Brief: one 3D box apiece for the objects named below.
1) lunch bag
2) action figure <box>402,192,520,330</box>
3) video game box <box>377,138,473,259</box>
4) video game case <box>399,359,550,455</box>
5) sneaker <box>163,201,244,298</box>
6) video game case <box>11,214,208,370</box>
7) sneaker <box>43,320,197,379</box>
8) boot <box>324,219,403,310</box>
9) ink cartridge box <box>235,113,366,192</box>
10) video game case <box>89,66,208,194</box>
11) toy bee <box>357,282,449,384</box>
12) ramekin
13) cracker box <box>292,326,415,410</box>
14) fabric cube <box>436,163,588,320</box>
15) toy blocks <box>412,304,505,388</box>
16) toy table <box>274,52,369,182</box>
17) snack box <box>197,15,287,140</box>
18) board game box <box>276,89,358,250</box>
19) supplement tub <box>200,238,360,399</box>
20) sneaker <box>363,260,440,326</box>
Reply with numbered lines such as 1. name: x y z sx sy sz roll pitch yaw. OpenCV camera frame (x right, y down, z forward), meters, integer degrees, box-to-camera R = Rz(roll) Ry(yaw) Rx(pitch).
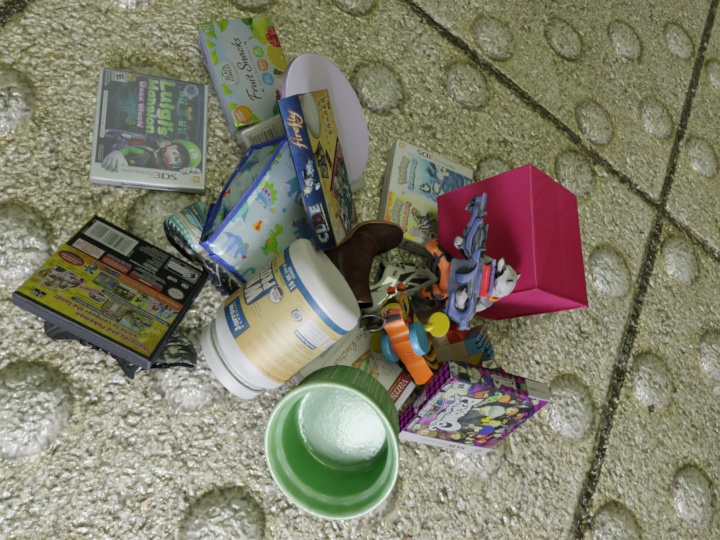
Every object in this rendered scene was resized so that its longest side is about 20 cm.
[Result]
1. lunch bag: -0.140 -0.071 0.842 0.170 0.125 0.204 43 60 -34
2. action figure: 0.163 -0.016 0.850 0.103 0.190 0.207 12 94 -52
3. video game box: 0.128 -0.132 1.050 0.177 0.047 0.206 16 67 -14
4. video game case: 0.173 0.226 0.866 0.176 0.202 0.037 15 44 -16
5. sneaker: -0.216 -0.030 0.860 0.200 0.077 0.086 46 59 -3
6. video game case: -0.345 0.024 0.771 0.196 0.026 0.183 28 41 -7
7. sneaker: -0.339 0.106 0.773 0.194 0.060 0.107 -7 71 -27
8. boot: 0.000 0.000 0.907 0.193 0.074 0.169 -11 47 -11
9. ink cartridge box: -0.101 -0.198 0.969 0.197 0.044 0.181 -29 111 -23
10. video game case: -0.347 -0.234 0.902 0.176 0.023 0.207 3 72 -21
11. toy bee: 0.071 0.079 0.816 0.126 0.203 0.111 -3 50 9
12. ramekin: -0.033 0.240 0.784 0.193 0.098 0.208 2 102 10
13. cracker box: -0.021 0.168 0.883 0.200 0.058 0.134 47 63 -3
14. fabric cube: 0.266 -0.035 0.951 0.196 0.193 0.207 14 69 -43
15. toy blocks: 0.158 0.136 0.894 0.100 0.134 0.205 -34 103 -56
16. toy table: -0.073 -0.242 0.887 0.180 0.116 0.206 -26 110 -24
17. snack box: -0.199 -0.353 0.983 0.139 0.053 0.206 -19 82 -25
18. board game box: -0.055 -0.149 0.776 0.033 0.136 0.206 -9 107 17
19. supplement tub: -0.113 0.071 0.763 0.198 0.145 0.146 -38 88 9
20. sneaker: 0.077 0.013 0.965 0.196 0.074 0.090 -27 86 -27
